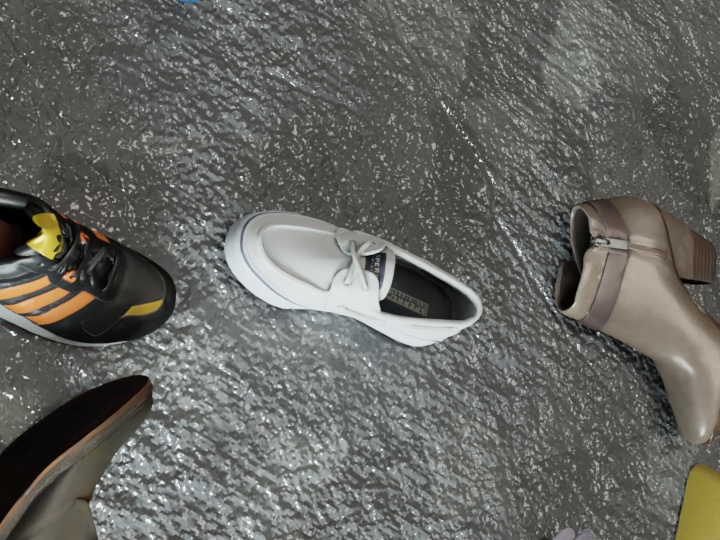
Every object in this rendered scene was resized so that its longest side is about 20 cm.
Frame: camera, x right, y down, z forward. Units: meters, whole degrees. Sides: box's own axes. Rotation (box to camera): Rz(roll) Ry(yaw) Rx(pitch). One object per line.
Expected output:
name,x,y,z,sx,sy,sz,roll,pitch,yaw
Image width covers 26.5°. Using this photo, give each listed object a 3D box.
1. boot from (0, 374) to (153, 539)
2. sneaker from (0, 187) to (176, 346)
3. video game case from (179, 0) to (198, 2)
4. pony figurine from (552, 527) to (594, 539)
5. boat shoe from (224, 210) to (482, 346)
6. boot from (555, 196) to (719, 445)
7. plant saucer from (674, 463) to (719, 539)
boot,-0.185,0.155,0.935,0.200,0.075,0.097,-43,116,-28
sneaker,-0.193,-0.004,0.948,0.200,0.090,0.070,19,67,-30
video game case,-0.080,-0.283,1.033,0.018,0.200,0.143,-3,80,-36
pony figurine,0.139,0.288,1.090,0.193,0.167,0.200,-23,107,-30
boat shoe,0.000,0.000,1.101,0.200,0.065,0.074,16,69,-32
boot,0.229,0.038,1.263,0.146,0.070,0.200,10,71,-27
plant saucer,0.342,0.288,1.283,0.200,0.048,0.200,31,62,-25
